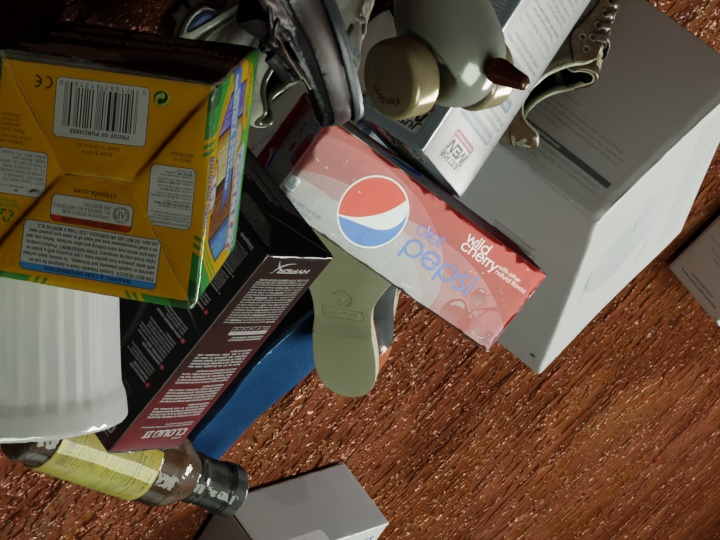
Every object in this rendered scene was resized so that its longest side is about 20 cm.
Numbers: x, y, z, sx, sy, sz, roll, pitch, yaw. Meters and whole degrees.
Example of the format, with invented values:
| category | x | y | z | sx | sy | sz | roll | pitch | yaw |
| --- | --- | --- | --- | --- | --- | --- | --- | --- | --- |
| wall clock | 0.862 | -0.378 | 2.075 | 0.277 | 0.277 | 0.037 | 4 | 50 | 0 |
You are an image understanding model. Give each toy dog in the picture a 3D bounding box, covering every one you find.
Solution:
| category | x | y | z | sx | sy | sz | roll | pitch | yaw |
| --- | --- | --- | --- | --- | --- | --- | --- | --- | --- |
| toy dog | 0.058 | -0.177 | 1.379 | 0.132 | 0.096 | 0.201 | -40 | 123 | -35 |

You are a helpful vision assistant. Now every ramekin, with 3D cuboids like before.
| category | x | y | z | sx | sy | sz | roll | pitch | yaw |
| --- | --- | --- | --- | --- | --- | --- | --- | --- | --- |
| ramekin | -0.231 | 0.032 | 1.343 | 0.200 | 0.199 | 0.099 | -6 | 103 | -50 |

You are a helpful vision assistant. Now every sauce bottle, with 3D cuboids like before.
| category | x | y | z | sx | sy | sz | roll | pitch | yaw |
| --- | --- | --- | --- | --- | --- | --- | --- | --- | --- |
| sauce bottle | -0.167 | 0.135 | 1.687 | 0.199 | 0.065 | 0.065 | 26 | 116 | -37 |

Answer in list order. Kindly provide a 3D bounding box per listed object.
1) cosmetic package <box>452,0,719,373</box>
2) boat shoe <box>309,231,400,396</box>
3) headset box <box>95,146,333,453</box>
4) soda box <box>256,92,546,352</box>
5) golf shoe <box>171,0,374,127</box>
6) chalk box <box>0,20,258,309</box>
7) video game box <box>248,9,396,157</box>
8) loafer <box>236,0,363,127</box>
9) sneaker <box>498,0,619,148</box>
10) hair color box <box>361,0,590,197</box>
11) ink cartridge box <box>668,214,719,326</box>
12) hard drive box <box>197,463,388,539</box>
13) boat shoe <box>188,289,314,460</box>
| category | x | y | z | sx | sy | sz | roll | pitch | yaw |
| --- | --- | --- | --- | --- | --- | --- | --- | --- | --- |
| cosmetic package | 0.169 | -0.068 | 1.767 | 0.200 | 0.123 | 0.200 | -40 | 160 | -32 |
| boat shoe | 0.000 | 0.000 | 1.656 | 0.063 | 0.071 | 0.201 | -63 | 161 | -45 |
| headset box | -0.134 | 0.009 | 1.491 | 0.200 | 0.149 | 0.075 | -51 | 153 | 23 |
| soda box | 0.025 | -0.032 | 1.549 | 0.200 | 0.063 | 0.070 | 35 | 97 | -26 |
| golf shoe | -0.015 | -0.161 | 1.428 | 0.200 | 0.097 | 0.078 | -38 | 154 | -6 |
| chalk box | -0.129 | -0.067 | 1.310 | 0.200 | 0.124 | 0.125 | -61 | 160 | -77 |
| video game box | -0.024 | -0.072 | 1.633 | 0.200 | 0.047 | 0.182 | -40 | 153 | 1 |
| loafer | -0.055 | -0.167 | 1.327 | 0.063 | 0.072 | 0.201 | -24 | 118 | -8 |
| sneaker | 0.150 | -0.166 | 1.636 | 0.200 | 0.075 | 0.071 | -48 | 162 | -11 |
| hair color box | 0.086 | -0.159 | 1.548 | 0.201 | 0.060 | 0.099 | -57 | 156 | -4 |
| ink cartridge box | 0.415 | -0.038 | 2.253 | 0.200 | 0.084 | 0.145 | -47 | 154 | 17 |
| hard drive box | -0.091 | 0.279 | 2.110 | 0.155 | 0.077 | 0.201 | -13 | 145 | -44 |
| boat shoe | -0.096 | 0.070 | 1.753 | 0.200 | 0.069 | 0.084 | -42 | 151 | 11 |
